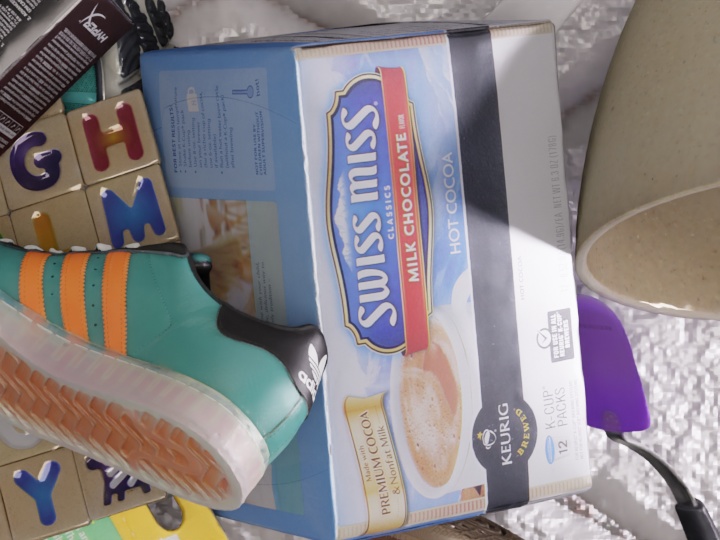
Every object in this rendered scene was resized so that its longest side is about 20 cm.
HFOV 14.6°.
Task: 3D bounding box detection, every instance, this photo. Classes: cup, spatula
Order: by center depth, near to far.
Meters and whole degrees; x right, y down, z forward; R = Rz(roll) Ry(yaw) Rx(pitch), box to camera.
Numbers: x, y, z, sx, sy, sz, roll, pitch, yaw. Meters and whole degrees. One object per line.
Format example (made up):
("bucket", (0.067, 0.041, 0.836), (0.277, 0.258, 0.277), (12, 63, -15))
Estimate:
("cup", (0.185, -0.076, 1.175), (0.199, 0.200, 0.144), (-1, 72, -2))
("spatula", (0.134, 0.094, 1.238), (0.021, 0.056, 0.201), (-43, 115, -26))

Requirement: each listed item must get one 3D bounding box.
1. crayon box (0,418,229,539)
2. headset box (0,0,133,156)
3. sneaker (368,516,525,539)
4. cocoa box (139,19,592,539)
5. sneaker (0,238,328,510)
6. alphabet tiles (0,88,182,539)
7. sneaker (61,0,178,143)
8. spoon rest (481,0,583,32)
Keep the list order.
("crayon box", (-0.161, 0.122, 1.185), (0.199, 0.052, 0.126), (-29, 97, 3))
("headset box", (-0.217, -0.088, 1.139), (0.200, 0.077, 0.149), (-45, 78, 1))
("sneaker", (0.073, 0.163, 1.240), (0.199, 0.070, 0.076), (25, 95, -4))
("cocoa box", (0.000, 0.000, 1.168), (0.131, 0.133, 0.201), (-9, 97, -32))
("sneaker", (-0.101, 0.023, 1.106), (0.199, 0.072, 0.080), (25, 56, 28))
("alphabet tiles", (-0.151, 0.013, 1.154), (0.166, 0.006, 0.201), (-17, 77, 6))
("sneaker", (-0.127, -0.106, 1.213), (0.079, 0.077, 0.201), (-13, 92, 18))
("spoon rest", (0.114, -0.169, 1.213), (0.099, 0.061, 0.200), (34, 94, -6))
